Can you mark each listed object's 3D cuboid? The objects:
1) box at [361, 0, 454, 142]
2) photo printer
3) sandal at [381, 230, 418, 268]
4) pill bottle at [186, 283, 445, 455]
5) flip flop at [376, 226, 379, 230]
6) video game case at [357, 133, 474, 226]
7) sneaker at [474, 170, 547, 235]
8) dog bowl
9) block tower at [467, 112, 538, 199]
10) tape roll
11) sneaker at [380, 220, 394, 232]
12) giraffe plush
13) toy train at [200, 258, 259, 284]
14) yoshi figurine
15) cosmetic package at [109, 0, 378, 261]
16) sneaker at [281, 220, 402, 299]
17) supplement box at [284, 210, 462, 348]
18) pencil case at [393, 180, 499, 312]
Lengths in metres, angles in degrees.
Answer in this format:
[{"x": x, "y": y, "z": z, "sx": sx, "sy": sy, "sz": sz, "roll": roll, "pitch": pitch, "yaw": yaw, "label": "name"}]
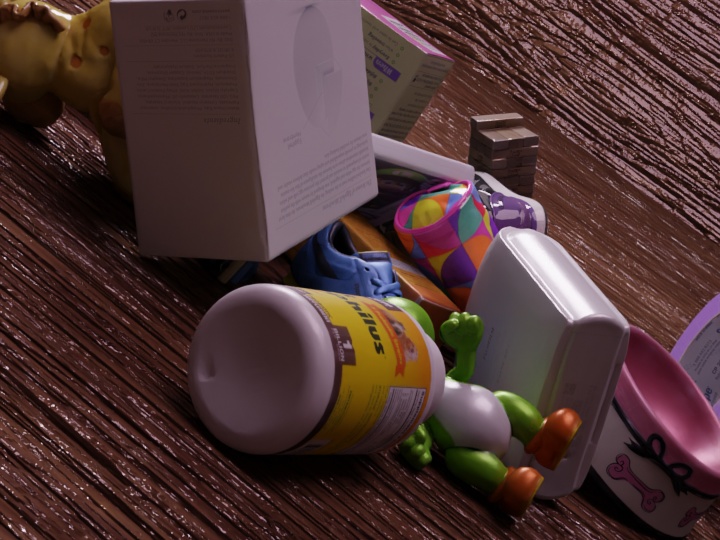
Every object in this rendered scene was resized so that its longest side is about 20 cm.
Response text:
[{"x": -0.037, "y": -0.182, "z": 1.888, "sx": 0.176, "sy": 0.200, "sz": 0.097, "roll": 37, "pitch": 12, "yaw": 16, "label": "box"}, {"x": 0.140, "y": 0.066, "z": 1.527, "sx": 0.069, "sy": 0.167, "sz": 0.200, "roll": 6, "pitch": 24, "yaw": -20, "label": "photo printer"}, {"x": 0.072, "y": 0.014, "z": 1.750, "sx": 0.199, "sy": 0.054, "sz": 0.081, "roll": 9, "pitch": 71, "yaw": -43, "label": "sandal"}, {"x": -0.021, "y": 0.069, "z": 1.253, "sx": 0.109, "sy": 0.109, "sz": 0.200, "roll": 40, "pitch": 15, "yaw": 26, "label": "pill bottle"}, {"x": 0.055, "y": -0.010, "z": 1.834, "sx": 0.200, "sy": 0.058, "sz": 0.081, "roll": 50, "pitch": 4, "yaw": 2, "label": "flip flop"}, {"x": -0.028, "y": -0.090, "z": 1.688, "sx": 0.199, "sy": 0.023, "sz": 0.182, "roll": 16, "pitch": -20, "yaw": -27, "label": "video game case"}, {"x": 0.094, "y": -0.061, "z": 1.792, "sx": 0.087, "sy": 0.076, "sz": 0.200, "roll": 9, "pitch": 5, "yaw": -27, "label": "sneaker"}, {"x": 0.249, "y": 0.133, "z": 1.625, "sx": 0.200, "sy": 0.074, "sz": 0.200, "roll": 40, "pitch": 23, "yaw": -22, "label": "dog bowl"}, {"x": 0.138, "y": -0.055, "z": 1.884, "sx": 0.054, "sy": 0.201, "sz": 0.058, "roll": -6, "pitch": 22, "yaw": -23, "label": "block tower"}, {"x": 0.363, "y": 0.110, "z": 1.813, "sx": 0.065, "sy": 0.200, "sz": 0.200, "roll": 30, "pitch": 14, "yaw": -14, "label": "tape roll"}, {"x": 0.077, "y": -0.064, "z": 2.025, "sx": 0.200, "sy": 0.077, "sz": 0.085, "roll": 22, "pitch": 13, "yaw": -42, "label": "sneaker"}, {"x": -0.235, "y": -0.164, "z": 1.519, "sx": 0.161, "sy": 0.201, "sz": 0.173, "roll": 1, "pitch": 27, "yaw": 1, "label": "giraffe plush"}, {"x": -0.108, "y": -0.029, "z": 1.558, "sx": 0.046, "sy": 0.034, "sz": 0.200, "roll": 42, "pitch": 11, "yaw": -14, "label": "toy train"}, {"x": 0.063, "y": 0.090, "z": 1.393, "sx": 0.200, "sy": 0.112, "sz": 0.112, "roll": 33, "pitch": 20, "yaw": 11, "label": "yoshi figurine"}, {"x": -0.086, "y": -0.130, "z": 1.456, "sx": 0.122, "sy": 0.201, "sz": 0.199, "roll": 1, "pitch": 16, "yaw": 26, "label": "cosmetic package"}, {"x": 0.008, "y": 0.031, "z": 1.526, "sx": 0.066, "sy": 0.079, "sz": 0.200, "roll": 23, "pitch": 19, "yaw": -44, "label": "sneaker"}, {"x": 0.000, "y": 0.000, "z": 1.635, "sx": 0.069, "sy": 0.067, "sz": 0.200, "roll": 18, "pitch": 21, "yaw": -49, "label": "supplement box"}, {"x": 0.107, "y": 0.012, "z": 1.665, "sx": 0.200, "sy": 0.088, "sz": 0.088, "roll": 58, "pitch": 1, "yaw": -28, "label": "pencil case"}]
